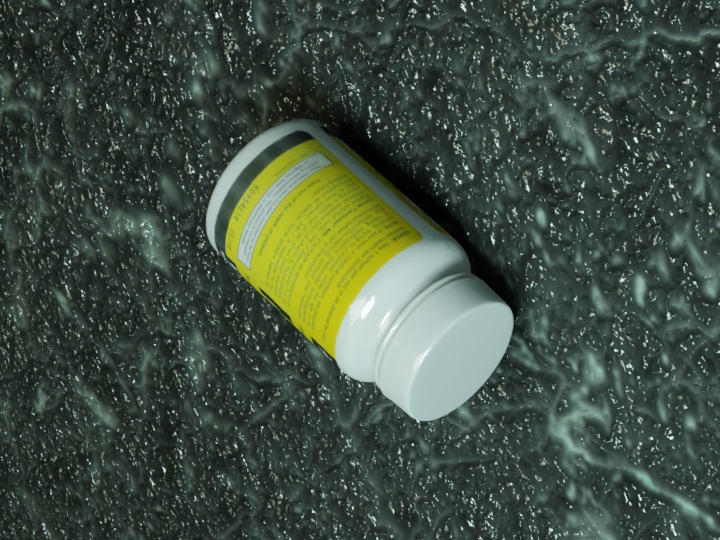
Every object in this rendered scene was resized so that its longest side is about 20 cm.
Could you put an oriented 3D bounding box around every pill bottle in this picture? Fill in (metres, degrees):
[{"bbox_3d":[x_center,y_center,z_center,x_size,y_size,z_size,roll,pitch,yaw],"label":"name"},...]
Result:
[{"bbox_3d":[0.000,0.000,1.472,0.200,0.114,0.115,42,134,29],"label":"pill bottle"}]
